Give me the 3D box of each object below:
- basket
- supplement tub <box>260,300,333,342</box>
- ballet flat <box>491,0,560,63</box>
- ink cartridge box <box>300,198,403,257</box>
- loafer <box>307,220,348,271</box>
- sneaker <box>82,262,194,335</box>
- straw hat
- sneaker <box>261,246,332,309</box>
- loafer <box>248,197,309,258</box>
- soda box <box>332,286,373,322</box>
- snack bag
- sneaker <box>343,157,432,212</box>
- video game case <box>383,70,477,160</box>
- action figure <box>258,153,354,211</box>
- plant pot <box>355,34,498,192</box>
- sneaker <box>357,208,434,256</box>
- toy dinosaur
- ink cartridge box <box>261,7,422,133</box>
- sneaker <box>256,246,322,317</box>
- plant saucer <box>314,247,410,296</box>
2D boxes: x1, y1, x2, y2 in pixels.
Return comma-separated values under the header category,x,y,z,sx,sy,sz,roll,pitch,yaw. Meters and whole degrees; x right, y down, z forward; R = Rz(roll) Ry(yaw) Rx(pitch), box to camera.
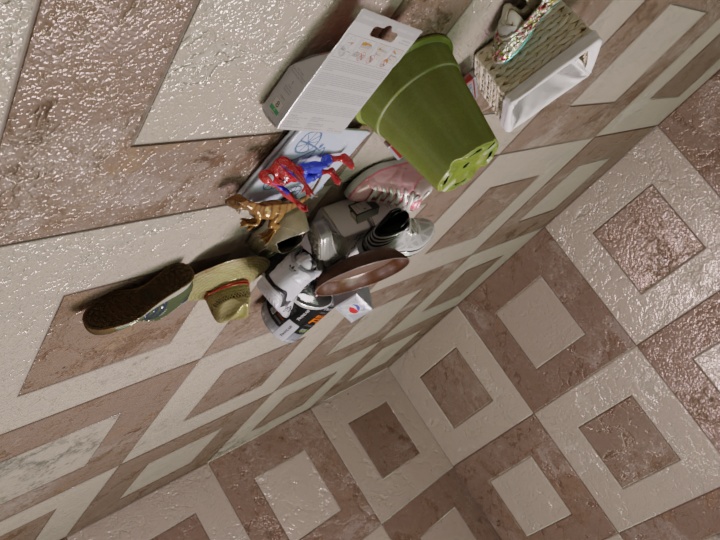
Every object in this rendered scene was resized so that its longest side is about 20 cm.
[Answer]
category,x,y,z,sx,sy,sz,roll,pitch,yaw
basket,0.313,-0.374,1.248,0.199,0.124,0.136,-35,166,1
supplement tub,-0.131,0.068,1.625,0.200,0.123,0.122,-41,164,21
ballet flat,0.272,-0.432,1.122,0.063,0.076,0.200,21,123,-35
ink cartridge box,-0.012,-0.090,1.475,0.199,0.084,0.146,-24,161,-35
loafer,-0.059,-0.049,1.300,0.069,0.071,0.200,-22,166,-6
sneaker,-0.374,0.066,1.184,0.199,0.067,0.090,-31,160,-28
straw hat,-0.249,0.055,1.312,0.199,0.086,0.201,-20,167,-5
sneaker,-0.109,0.019,1.426,0.098,0.071,0.199,-20,139,39
loafer,-0.150,-0.060,1.267,0.075,0.069,0.200,-26,171,-29
soda box,-0.027,0.015,1.541,0.063,0.201,0.068,-31,130,18
snack bag,-0.089,-0.182,1.148,0.188,0.022,0.199,-44,162,31
sneaker,0.067,-0.162,1.395,0.199,0.105,0.075,-24,165,-34
video game case,0.135,-0.286,1.293,0.199,0.018,0.143,-38,174,9
action figure,-0.077,-0.137,1.097,0.199,0.100,0.065,-12,153,-50
plant pot,0.123,-0.238,1.116,0.199,0.191,0.200,-33,165,-10
sneaker,0.097,-0.082,1.415,0.199,0.076,0.115,-21,164,-35
toy dinosaur,-0.141,-0.099,1.141,0.199,0.061,0.106,-17,156,-50
ink cartridge box,-0.026,-0.279,0.955,0.200,0.050,0.160,-49,160,28
sneaker,-0.130,0.023,1.318,0.115,0.075,0.200,-41,172,-7
plant saucer,0.000,0.000,1.354,0.198,0.035,0.200,-17,167,-4
